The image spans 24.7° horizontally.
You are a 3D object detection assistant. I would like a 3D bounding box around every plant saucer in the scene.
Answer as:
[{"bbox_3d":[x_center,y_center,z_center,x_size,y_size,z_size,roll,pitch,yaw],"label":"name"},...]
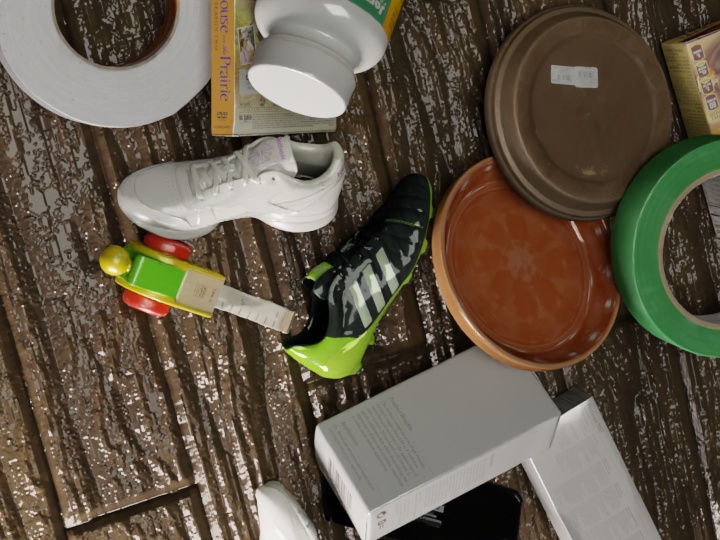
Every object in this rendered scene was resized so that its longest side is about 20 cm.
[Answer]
[{"bbox_3d":[0.205,-0.145,1.499,0.199,0.029,0.201,1,87,-24],"label":"plant saucer"},{"bbox_3d":[0.148,-0.006,1.484,0.200,0.032,0.201,11,69,-29],"label":"plant saucer"}]

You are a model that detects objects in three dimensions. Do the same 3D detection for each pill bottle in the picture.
[{"bbox_3d":[-0.020,-0.230,1.328,0.112,0.113,0.201,26,71,-18],"label":"pill bottle"}]

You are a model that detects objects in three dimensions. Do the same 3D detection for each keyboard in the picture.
[{"bbox_3d":[0.052,0.233,1.528,0.199,0.040,0.104,18,69,-17],"label":"keyboard"}]

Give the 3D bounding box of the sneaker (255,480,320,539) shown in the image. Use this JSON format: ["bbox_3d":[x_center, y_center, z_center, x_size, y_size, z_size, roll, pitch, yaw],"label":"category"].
[{"bbox_3d":[-0.069,0.287,1.472,0.087,0.075,0.201,-14,101,-10],"label":"sneaker"}]

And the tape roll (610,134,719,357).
[{"bbox_3d":[0.329,-0.023,1.507,0.200,0.048,0.201,-3,99,-17],"label":"tape roll"}]

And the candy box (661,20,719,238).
[{"bbox_3d":[0.371,-0.140,1.557,0.115,0.055,0.201,-22,103,-13],"label":"candy box"}]

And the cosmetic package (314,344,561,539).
[{"bbox_3d":[0.068,0.148,1.466,0.199,0.074,0.102,-24,61,-16],"label":"cosmetic package"}]

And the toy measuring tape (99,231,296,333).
[{"bbox_3d":[-0.147,0.012,1.426,0.200,0.073,0.074,20,91,-41],"label":"toy measuring tape"}]

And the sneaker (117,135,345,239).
[{"bbox_3d":[-0.107,-0.081,1.392,0.199,0.100,0.075,-5,57,-22],"label":"sneaker"}]

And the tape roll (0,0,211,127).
[{"bbox_3d":[-0.207,-0.219,1.364,0.199,0.066,0.201,-2,98,-16],"label":"tape roll"}]

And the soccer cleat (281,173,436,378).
[{"bbox_3d":[0.000,0.000,1.454,0.081,0.067,0.201,25,92,-27],"label":"soccer cleat"}]

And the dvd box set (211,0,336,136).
[{"bbox_3d":[-0.071,-0.215,1.383,0.146,0.029,0.201,-11,104,-55],"label":"dvd box set"}]

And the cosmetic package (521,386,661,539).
[{"bbox_3d":[0.219,0.218,1.560,0.082,0.051,0.201,-29,104,-9],"label":"cosmetic package"}]
